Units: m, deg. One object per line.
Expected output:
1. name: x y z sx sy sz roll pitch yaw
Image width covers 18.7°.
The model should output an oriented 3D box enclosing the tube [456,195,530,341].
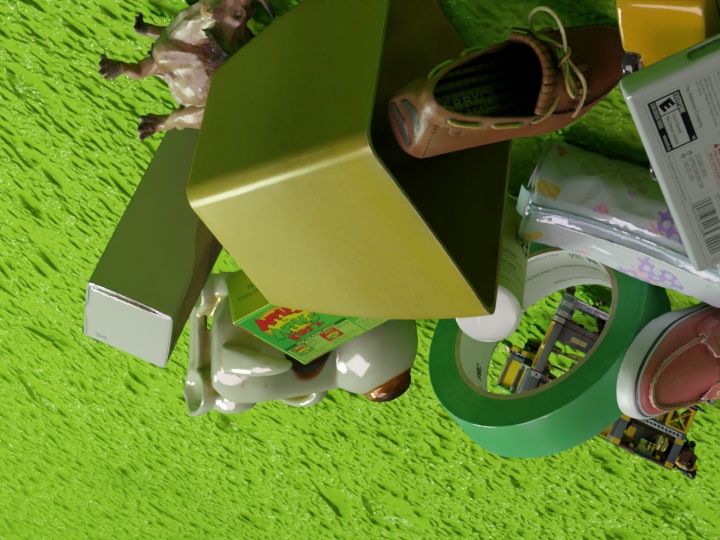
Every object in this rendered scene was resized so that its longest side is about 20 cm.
1. tube: 0.103 -0.018 1.694 0.051 0.200 0.058 -12 116 13

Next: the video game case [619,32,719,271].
1. video game case: 0.284 -0.098 1.474 0.181 0.022 0.200 -24 138 6

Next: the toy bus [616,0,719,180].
1. toy bus: 0.228 -0.136 1.505 0.065 0.079 0.201 7 146 25

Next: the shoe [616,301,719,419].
1. shoe: 0.286 0.065 1.675 0.090 0.199 0.072 13 117 40

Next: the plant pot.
1. plant pot: -0.013 -0.082 1.605 0.175 0.201 0.200 -14 135 26

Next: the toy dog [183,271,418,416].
1. toy dog: -0.046 0.056 1.948 0.198 0.141 0.194 -1 176 -17

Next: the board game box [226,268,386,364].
1. board game box: 0.000 0.000 1.776 0.199 0.048 0.101 -28 143 25

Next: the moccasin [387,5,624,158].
1. moccasin: 0.111 -0.134 1.501 0.200 0.074 0.078 -13 168 -33

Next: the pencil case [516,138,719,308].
1. pencil case: 0.219 -0.031 1.664 0.198 0.091 0.084 21 128 10

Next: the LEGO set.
1. LEGO set: 0.219 0.084 1.873 0.199 0.117 0.154 25 180 6

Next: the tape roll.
1. tape roll: 0.150 0.054 1.742 0.199 0.202 0.048 -3 142 39

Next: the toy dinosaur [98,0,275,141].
1. toy dinosaur: -0.119 -0.154 1.734 0.134 0.087 0.200 6 152 16

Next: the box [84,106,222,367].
1. box: -0.157 -0.032 1.831 0.077 0.201 0.095 22 151 3
